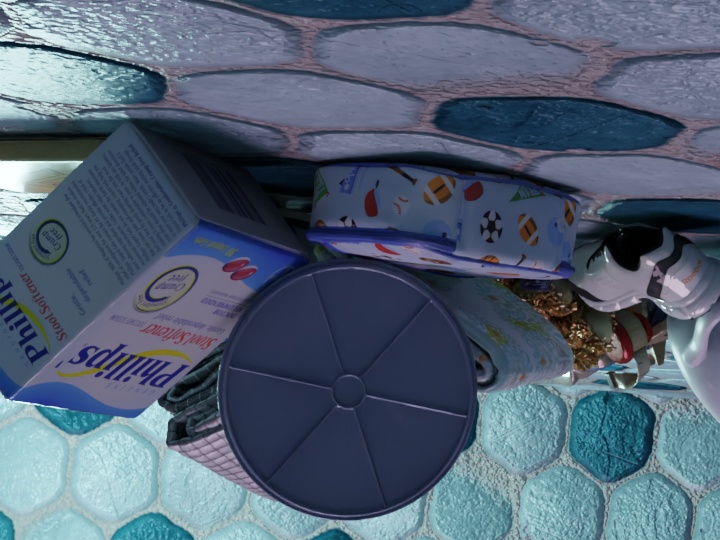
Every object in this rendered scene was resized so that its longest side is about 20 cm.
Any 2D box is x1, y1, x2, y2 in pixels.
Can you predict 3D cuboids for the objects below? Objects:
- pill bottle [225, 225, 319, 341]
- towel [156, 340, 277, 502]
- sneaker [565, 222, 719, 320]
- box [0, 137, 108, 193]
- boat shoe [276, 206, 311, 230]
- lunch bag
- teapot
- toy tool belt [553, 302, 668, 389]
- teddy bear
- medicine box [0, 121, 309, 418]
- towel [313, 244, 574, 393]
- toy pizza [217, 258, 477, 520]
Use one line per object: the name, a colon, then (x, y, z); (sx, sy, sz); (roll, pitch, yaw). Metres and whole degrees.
pill bottle: (-0.099, 0.010, 1.645); (0.199, 0.113, 0.112); (13, 171, -16)
towel: (-0.044, 0.104, 1.619); (0.199, 0.086, 0.166); (-26, 145, 19)
sneaker: (0.229, -0.011, 1.662); (0.080, 0.074, 0.200); (40, 164, -22)
box: (-0.225, -0.080, 1.543); (0.199, 0.021, 0.163); (1, 173, 24)
boat shoe: (-0.118, -0.027, 1.723); (0.199, 0.068, 0.072); (3, 174, -5)
lunch bag: (0.064, -0.034, 1.507); (0.199, 0.076, 0.160); (13, 172, -43)
teapot: (0.372, 0.054, 1.711); (0.197, 0.200, 0.146); (41, 121, -10)
toy tool belt: (0.257, 0.044, 1.936); (0.122, 0.126, 0.200); (-26, -172, -20)
teddy bear: (0.169, 0.037, 1.827); (0.145, 0.067, 0.200); (39, 175, -30)
medicine box: (-0.170, 0.006, 1.462); (0.200, 0.103, 0.182); (-42, 157, 14)
towel: (0.072, 0.025, 1.616); (0.200, 0.048, 0.171); (40, -159, 20)
toy pizza: (-0.010, 0.090, 1.500); (0.199, 0.202, 0.032); (6, -176, -5)
